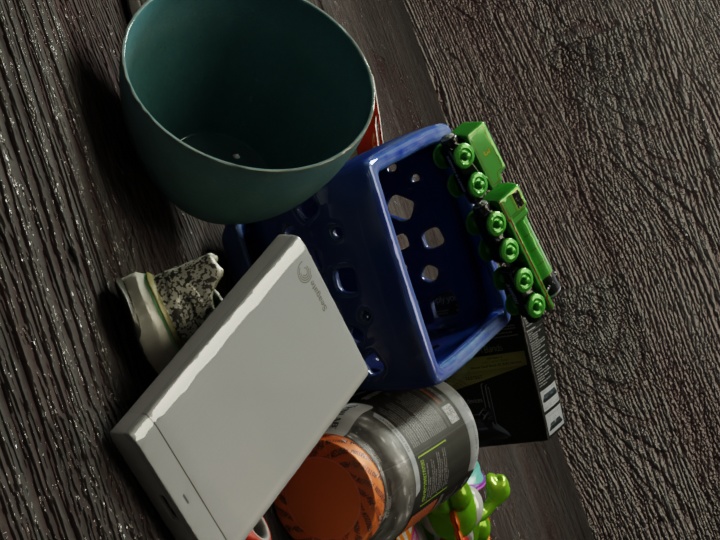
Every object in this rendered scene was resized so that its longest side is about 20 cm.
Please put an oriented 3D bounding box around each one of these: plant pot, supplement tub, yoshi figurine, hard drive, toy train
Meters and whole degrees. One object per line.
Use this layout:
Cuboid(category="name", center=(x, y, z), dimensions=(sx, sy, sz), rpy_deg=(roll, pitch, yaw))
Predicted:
Cuboid(category="plant pot", center=(0.000, 0.000, 1.346), dimensions=(0.200, 0.179, 0.201), rpy_deg=(-31, 102, -62))
Cuboid(category="supplement tub", center=(0.013, 0.165, 1.290), dimensions=(0.200, 0.122, 0.123), rpy_deg=(-18, 88, -62))
Cuboid(category="yoshi figurine", center=(0.092, 0.236, 1.572), dimensions=(0.112, 0.112, 0.200), rpy_deg=(36, -18, 19))
Cuboid(category="plant pot", center=(-0.102, -0.114, 1.206), dimensions=(0.135, 0.199, 0.201), rpy_deg=(115, -30, -49))
Cuboid(category="hard drive", center=(-0.076, 0.089, 1.034), dimensions=(0.200, 0.027, 0.132), rpy_deg=(-52, 129, -36))
Cuboid(category="toy train", center=(0.126, -0.043, 1.349), dimensions=(0.042, 0.056, 0.201), rpy_deg=(5, -50, 53))

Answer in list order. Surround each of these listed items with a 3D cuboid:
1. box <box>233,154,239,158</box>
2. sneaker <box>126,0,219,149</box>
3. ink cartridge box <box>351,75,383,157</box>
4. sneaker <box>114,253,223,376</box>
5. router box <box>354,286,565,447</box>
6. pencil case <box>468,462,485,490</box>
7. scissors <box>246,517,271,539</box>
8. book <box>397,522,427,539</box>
Cuboid(category="box", center=(-0.079, -0.025, 1.457), dimensions=(0.041, 0.038, 0.201), rpy_deg=(-80, 149, -69))
Cuboid(category="sneaker", center=(-0.143, -0.172, 1.312), dimensions=(0.076, 0.077, 0.201), rpy_deg=(15, 57, -78))
Cuboid(category="ink cartridge box", center=(-0.011, -0.087, 1.644), dimensions=(0.161, 0.047, 0.201), rpy_deg=(-97, -169, -47))
Cuboid(category="sneaker", center=(-0.094, 0.065, 1.079), dimensions=(0.200, 0.088, 0.077), rpy_deg=(60, 2, -42))
Cuboid(category="router box", center=(0.085, 0.093, 1.471), dimensions=(0.052, 0.199, 0.158), rpy_deg=(-26, 104, -60))
Cuboid(category="pencil case", center=(0.073, 0.171, 1.721), dimensions=(0.092, 0.085, 0.201), rpy_deg=(-145, -147, -82))
Cuboid(category="scissors", center=(-0.093, 0.189, 1.064), dimensions=(0.073, 0.014, 0.200), rpy_deg=(65, 9, 21))
Cuboid(category="book", center=(0.022, 0.259, 1.455), dimensions=(0.134, 0.048, 0.201), rpy_deg=(-74, 144, -64))
